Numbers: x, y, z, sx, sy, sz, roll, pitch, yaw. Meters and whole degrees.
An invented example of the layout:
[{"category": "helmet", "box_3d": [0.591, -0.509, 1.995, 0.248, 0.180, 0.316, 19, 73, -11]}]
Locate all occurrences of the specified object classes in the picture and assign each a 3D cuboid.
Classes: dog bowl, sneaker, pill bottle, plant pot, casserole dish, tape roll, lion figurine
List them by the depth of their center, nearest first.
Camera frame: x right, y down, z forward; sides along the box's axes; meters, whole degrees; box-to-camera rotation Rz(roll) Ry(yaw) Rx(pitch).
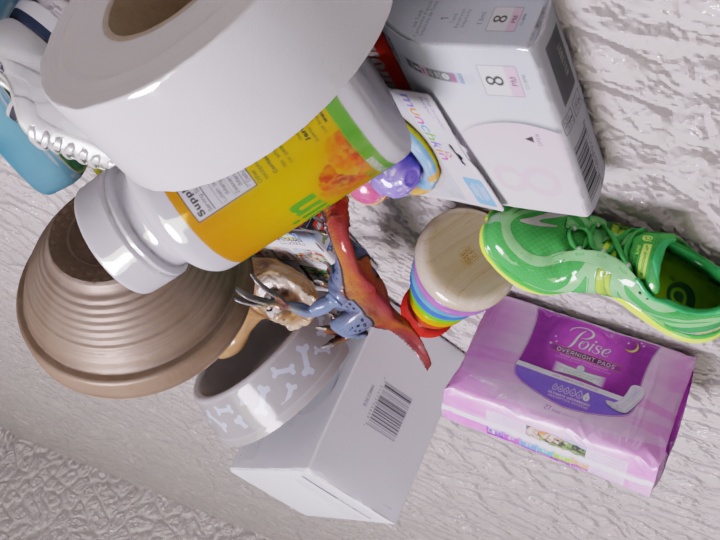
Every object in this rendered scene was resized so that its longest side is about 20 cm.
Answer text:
[{"category": "tape roll", "box_3d": [-0.081, -0.144, 0.574, 0.202, 0.203, 0.071, 3, 147, 43]}, {"category": "pill bottle", "box_3d": [-0.078, -0.069, 0.649, 0.199, 0.111, 0.111, -31, 131, 14]}, {"category": "sneaker", "box_3d": [0.184, -0.011, 0.736, 0.199, 0.075, 0.084, 18, 159, -3]}, {"category": "sneaker", "box_3d": [-0.213, -0.113, 0.796, 0.200, 0.081, 0.076, 42, 163, -4]}, {"category": "plant pot", "box_3d": [-0.192, -0.005, 0.837, 0.200, 0.202, 0.093, 19, 151, 18]}, {"category": "casserole dish", "box_3d": [-0.279, -0.152, 0.879, 0.039, 0.122, 0.200, -3, 147, 18]}, {"category": "lion figurine", "box_3d": [-0.126, 0.041, 1.042, 0.122, 0.073, 0.200, 36, 141, -9]}, {"category": "dog bowl", "box_3d": [-0.096, 0.092, 1.090, 0.059, 0.200, 0.200, 47, 151, -19]}]

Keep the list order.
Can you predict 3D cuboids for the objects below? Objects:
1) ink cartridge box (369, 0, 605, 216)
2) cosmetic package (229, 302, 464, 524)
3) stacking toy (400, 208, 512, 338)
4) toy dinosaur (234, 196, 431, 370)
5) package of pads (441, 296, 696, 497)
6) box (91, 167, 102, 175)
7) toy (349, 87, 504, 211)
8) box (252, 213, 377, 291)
[{"category": "ink cartridge box", "box_3d": [0.052, -0.111, 0.693, 0.199, 0.057, 0.163, 6, 150, 30]}, {"category": "cosmetic package", "box_3d": [-0.017, 0.158, 1.127, 0.123, 0.200, 0.200, 35, 156, -21]}, {"category": "stacking toy", "box_3d": [0.072, 0.018, 0.905, 0.085, 0.086, 0.200, 26, 160, 0]}, {"category": "toy dinosaur", "box_3d": [0.000, 0.000, 0.855, 0.199, 0.106, 0.181, 14, 162, -11]}, {"category": "package of pads", "box_3d": [0.183, 0.104, 0.906, 0.199, 0.121, 0.076, 18, 150, 20]}, {"category": "box", "box_3d": [-0.206, -0.113, 0.931, 0.050, 0.076, 0.200, 17, 156, 26]}, {"category": "toy", "box_3d": [-0.001, -0.083, 0.756, 0.199, 0.047, 0.115, 21, 158, 49]}, {"category": "box", "box_3d": [-0.090, -0.026, 1.034, 0.199, 0.035, 0.110, 6, 149, 40]}]
